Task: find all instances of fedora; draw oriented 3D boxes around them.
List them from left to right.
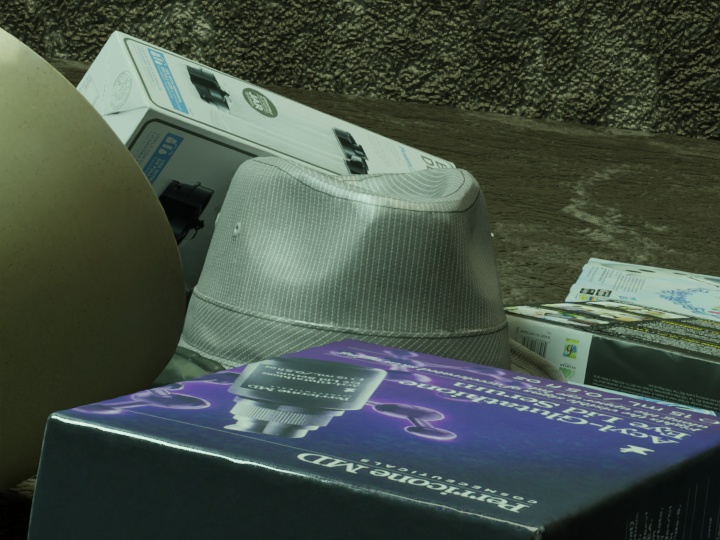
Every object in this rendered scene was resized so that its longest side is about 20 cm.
[{"bbox_3d":[0.000,0.000,1.145,0.177,0.090,0.200,5,9,-11],"label":"fedora"}]

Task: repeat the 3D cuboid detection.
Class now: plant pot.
[{"bbox_3d":[-0.182,0.015,0.974,0.200,0.200,0.134,12,46,29],"label":"plant pot"}]

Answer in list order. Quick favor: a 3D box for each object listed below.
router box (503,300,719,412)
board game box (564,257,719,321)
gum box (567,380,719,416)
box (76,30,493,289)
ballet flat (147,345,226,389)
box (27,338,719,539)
[{"bbox_3d":[0.172,0.057,1.351,0.200,0.051,0.149,13,8,33],"label":"router box"},{"bbox_3d":[0.218,0.037,1.554,0.199,0.043,0.200,8,8,8],"label":"board game box"},{"bbox_3d":[0.039,0.072,1.160,0.200,0.045,0.170,12,10,26],"label":"gum box"},{"bbox_3d":[-0.052,-0.019,1.259,0.200,0.117,0.060,21,27,-36],"label":"box"},{"bbox_3d":[-0.080,0.057,1.085,0.057,0.067,0.200,4,8,-42],"label":"ballet flat"},{"bbox_3d":[0.013,0.092,0.797,0.148,0.104,0.200,11,9,22],"label":"box"}]
